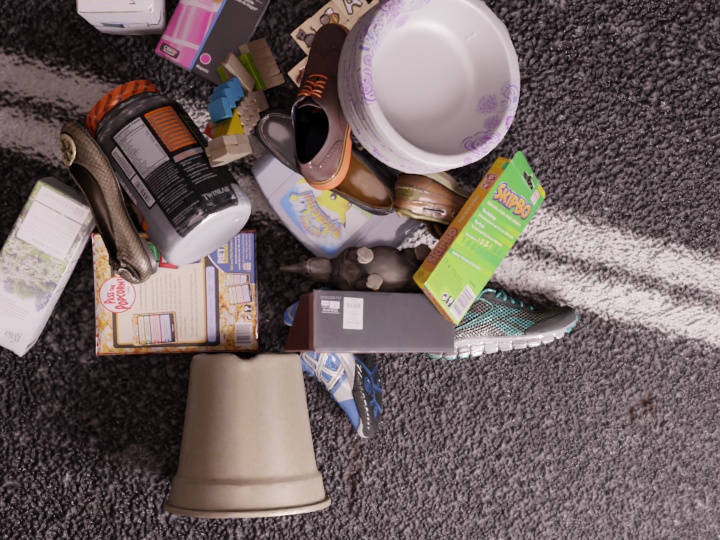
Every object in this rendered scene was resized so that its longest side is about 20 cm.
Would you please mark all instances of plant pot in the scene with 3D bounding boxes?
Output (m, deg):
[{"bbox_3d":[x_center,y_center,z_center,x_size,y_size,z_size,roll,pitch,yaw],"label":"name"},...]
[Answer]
[{"bbox_3d":[-0.137,0.191,1.286,0.200,0.200,0.184,-1,86,-5],"label":"plant pot"}]

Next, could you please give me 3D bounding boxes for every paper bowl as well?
[{"bbox_3d":[0.069,-0.209,1.189,0.200,0.104,0.202,1,87,-23],"label":"paper bowl"}]

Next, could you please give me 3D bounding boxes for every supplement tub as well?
[{"bbox_3d":[-0.228,-0.116,1.247,0.122,0.123,0.200,-36,78,0],"label":"supplement tub"}]

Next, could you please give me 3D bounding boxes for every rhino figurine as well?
[{"bbox_3d":[0.000,0.000,1.279,0.199,0.087,0.060,-1,87,-17],"label":"rhino figurine"}]

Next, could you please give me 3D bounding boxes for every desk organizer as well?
[{"bbox_3d":[0.011,0.063,1.269,0.199,0.077,0.072,3,84,-33],"label":"desk organizer"}]

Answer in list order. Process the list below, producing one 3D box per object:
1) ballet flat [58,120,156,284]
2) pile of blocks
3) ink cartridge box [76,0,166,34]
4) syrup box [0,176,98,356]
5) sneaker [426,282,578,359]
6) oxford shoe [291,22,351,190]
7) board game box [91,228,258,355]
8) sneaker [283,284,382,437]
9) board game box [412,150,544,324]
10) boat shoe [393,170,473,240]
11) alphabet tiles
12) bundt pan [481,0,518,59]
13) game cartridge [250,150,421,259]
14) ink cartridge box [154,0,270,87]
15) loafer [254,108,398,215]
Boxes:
[{"bbox_3d":[-0.297,-0.074,1.220,0.046,0.067,0.201,-30,102,-29],"label":"ballet flat"},{"bbox_3d":[-0.154,-0.195,1.235,0.062,0.200,0.082,-19,125,31],"label":"pile of blocks"},{"bbox_3d":[-0.266,-0.349,1.195,0.086,0.200,0.147,-2,97,-5],"label":"ink cartridge box"},{"bbox_3d":[-0.391,-0.006,1.284,0.079,0.081,0.200,28,94,-8],"label":"syrup box"},{"bbox_3d":[0.175,0.055,1.346,0.199,0.078,0.092,-8,93,-5],"label":"sneaker"},{"bbox_3d":[-0.040,-0.197,1.208,0.071,0.073,0.201,-3,74,19],"label":"oxford shoe"},{"bbox_3d":[-0.226,0.025,1.319,0.199,0.046,0.152,0,96,-5],"label":"board game box"},{"bbox_3d":[-0.030,0.118,1.344,0.077,0.076,0.201,-18,98,19],"label":"sneaker"},{"bbox_3d":[0.145,-0.042,1.264,0.200,0.030,0.096,-52,136,-11],"label":"board game box"},{"bbox_3d":[0.108,-0.065,1.291,0.200,0.072,0.068,25,75,-39],"label":"boat shoe"},{"bbox_3d":[0.014,-0.248,1.328,0.166,0.006,0.200,-40,99,1],"label":"alphabet tiles"},{"bbox_3d":[0.085,-0.237,1.293,0.201,0.076,0.203,-1,97,-5],"label":"bundt pan"},{"bbox_3d":[-0.034,-0.088,1.327,0.133,0.040,0.200,-44,98,7],"label":"game cartridge"},{"bbox_3d":[-0.162,-0.329,1.291,0.094,0.037,0.200,27,92,-8],"label":"ink cartridge box"},{"bbox_3d":[-0.035,-0.131,1.266,0.200,0.072,0.073,27,97,-6],"label":"loafer"}]
